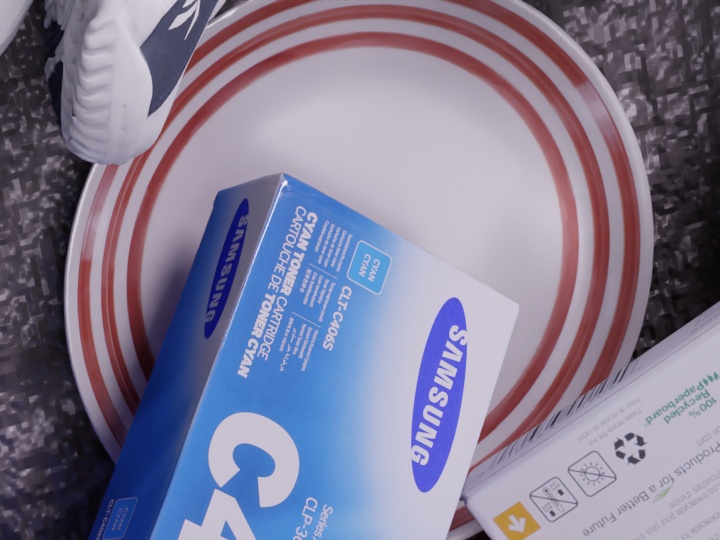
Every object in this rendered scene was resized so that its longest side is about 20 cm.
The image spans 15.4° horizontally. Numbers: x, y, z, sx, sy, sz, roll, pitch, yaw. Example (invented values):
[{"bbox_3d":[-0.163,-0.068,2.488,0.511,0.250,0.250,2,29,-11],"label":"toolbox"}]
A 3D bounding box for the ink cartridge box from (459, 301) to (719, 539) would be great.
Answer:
[{"bbox_3d":[0.167,0.092,0.831,0.198,0.043,0.200,-36,95,19],"label":"ink cartridge box"}]

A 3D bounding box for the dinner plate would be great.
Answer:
[{"bbox_3d":[0.000,0.000,0.857,0.200,0.024,0.201,-6,107,-20],"label":"dinner plate"}]

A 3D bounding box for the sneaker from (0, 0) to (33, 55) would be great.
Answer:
[{"bbox_3d":[-0.101,-0.143,0.734,0.075,0.100,0.200,11,103,-24],"label":"sneaker"}]

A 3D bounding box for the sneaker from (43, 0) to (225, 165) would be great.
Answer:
[{"bbox_3d":[-0.012,-0.119,0.781,0.129,0.079,0.200,14,85,-18],"label":"sneaker"}]

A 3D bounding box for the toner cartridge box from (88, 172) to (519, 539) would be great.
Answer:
[{"bbox_3d":[-0.028,0.081,0.790,0.095,0.043,0.200,29,68,-27],"label":"toner cartridge box"}]
